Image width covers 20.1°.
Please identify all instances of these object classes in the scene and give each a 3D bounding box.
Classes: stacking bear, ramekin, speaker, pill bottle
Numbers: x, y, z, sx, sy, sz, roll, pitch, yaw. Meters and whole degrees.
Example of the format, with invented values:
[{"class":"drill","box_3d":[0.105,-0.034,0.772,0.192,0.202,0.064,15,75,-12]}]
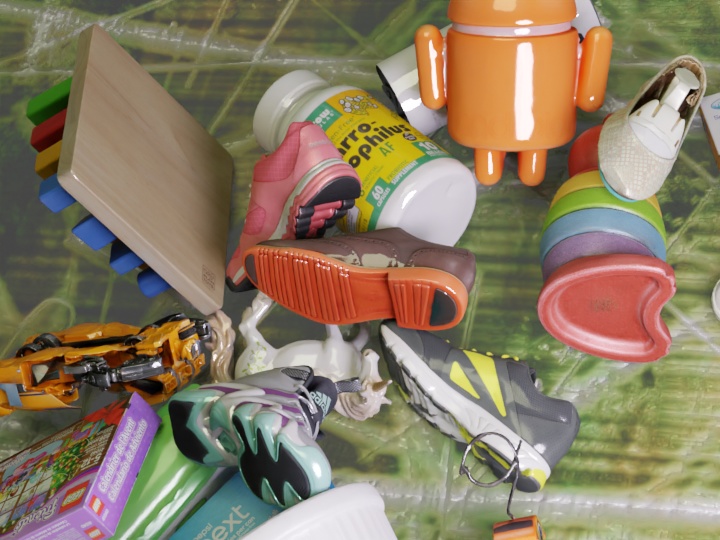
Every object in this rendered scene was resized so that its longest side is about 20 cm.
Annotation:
[{"class":"stacking bear","box_3d":[0.209,-0.040,1.710,0.113,0.122,0.201,3,50,8]},{"class":"ramekin","box_3d":[-0.048,0.257,1.550,0.202,0.203,0.094,-34,71,-5]},{"class":"speaker","box_3d":[0.115,-0.198,1.850,0.199,0.081,0.081,-28,55,-2]},{"class":"pill bottle","box_3d":[-0.002,-0.094,1.801,0.113,0.113,0.200,-43,56,-11]},{"class":"speaker","box_3d":[-0.178,0.192,1.694,0.088,0.089,0.200,32,72,31]}]

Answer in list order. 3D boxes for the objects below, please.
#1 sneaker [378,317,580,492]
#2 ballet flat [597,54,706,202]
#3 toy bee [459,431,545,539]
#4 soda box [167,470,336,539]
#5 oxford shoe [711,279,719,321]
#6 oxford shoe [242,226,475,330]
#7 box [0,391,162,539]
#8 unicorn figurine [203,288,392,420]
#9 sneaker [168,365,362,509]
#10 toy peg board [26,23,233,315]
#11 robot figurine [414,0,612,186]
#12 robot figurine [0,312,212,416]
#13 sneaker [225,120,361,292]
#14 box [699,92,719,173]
[{"class":"sneaker","box_3d":[0.098,0.099,1.683,0.085,0.075,0.200,-41,65,-17]},{"class":"ballet flat","box_3d":[0.246,-0.127,1.697,0.067,0.062,0.200,36,35,-3]},{"class":"toy bee","box_3d":[0.135,0.233,1.575,0.130,0.109,0.201,9,86,13]},{"class":"soda box","box_3d":[-0.107,0.231,1.659,0.200,0.064,0.068,-44,56,-12]},{"class":"oxford shoe","box_3d":[0.381,-0.008,1.663,0.199,0.058,0.076,-18,57,7]},{"class":"oxford shoe","box_3d":[0.000,0.000,1.701,0.199,0.071,0.073,11,43,15]},{"class":"box","box_3d":[-0.262,0.190,1.671,0.199,0.039,0.137,-28,27,31]},{"class":"unicorn figurine","box_3d":[-0.040,0.072,1.743,0.199,0.074,0.138,-16,54,27]},{"class":"sneaker","box_3d":[-0.048,0.117,1.607,0.139,0.078,0.200,-19,25,-32]},{"class":"toy peg board","box_3d":[-0.215,-0.073,1.801,0.097,0.200,0.200,-27,39,25]},{"class":"robot figurine","box_3d":[0.133,-0.176,1.757,0.116,0.201,0.143,-15,20,-42]},{"class":"robot figurine","box_3d":[-0.223,0.082,1.755,0.199,0.059,0.145,-5,16,25]},{"class":"sneaker","box_3d":[-0.066,-0.056,1.766,0.073,0.200,0.087,-10,63,-37]},{"class":"box","box_3d":[0.358,-0.106,1.712,0.118,0.042,0.201,-16,40,6]}]
